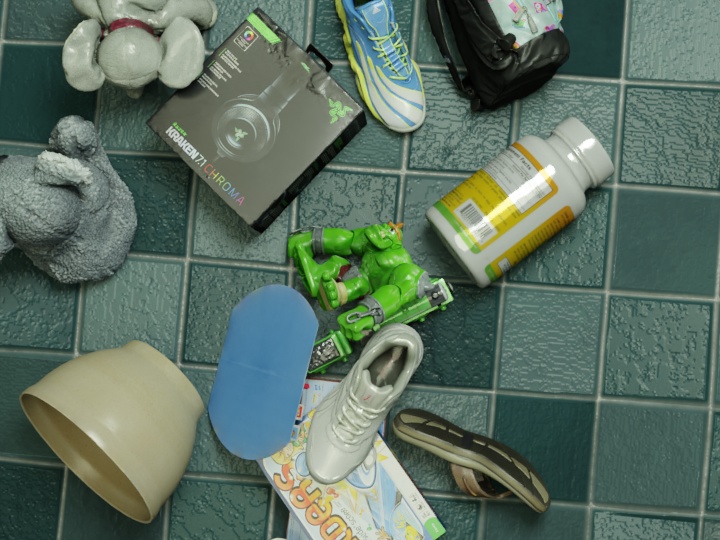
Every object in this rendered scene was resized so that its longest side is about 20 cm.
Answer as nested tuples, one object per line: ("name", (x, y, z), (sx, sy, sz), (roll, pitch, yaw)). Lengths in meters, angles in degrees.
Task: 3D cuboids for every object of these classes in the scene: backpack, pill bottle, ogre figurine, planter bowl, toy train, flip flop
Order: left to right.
("planter bowl", (-0.261, 0.165, 1.332), (0.200, 0.200, 0.135), (43, 63, 4))
("ogre figurine", (0.000, 0.000, 1.338), (0.120, 0.200, 0.098), (-18, 106, -16))
("toy train", (0.018, 0.064, 1.374), (0.200, 0.056, 0.042), (-28, 86, 2))
("flip flop", (0.123, 0.223, 1.355), (0.200, 0.081, 0.058), (24, 106, 6))
("backpack", (0.155, -0.301, 1.346), (0.126, 0.167, 0.201), (-19, 83, -17))
("pill bottle", (0.183, -0.081, 1.344), (0.200, 0.111, 0.111), (-37, 86, 1))

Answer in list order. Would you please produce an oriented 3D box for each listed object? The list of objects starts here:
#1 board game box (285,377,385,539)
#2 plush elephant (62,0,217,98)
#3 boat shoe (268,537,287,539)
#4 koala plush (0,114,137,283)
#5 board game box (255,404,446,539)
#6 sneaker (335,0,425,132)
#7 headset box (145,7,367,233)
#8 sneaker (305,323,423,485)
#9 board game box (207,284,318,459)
("board game box", (-0.027, 0.230, 1.387), (0.103, 0.019, 0.201), (6, 88, 5))
("plush elephant", (-0.252, -0.264, 1.337), (0.164, 0.200, 0.155), (7, 83, -4))
("boat shoe", (-0.128, 0.395, 1.362), (0.073, 0.062, 0.201), (20, 90, -11))
("koala plush", (-0.349, -0.073, 1.330), (0.177, 0.200, 0.184), (-39, 86, 0))
("board game box", (-0.013, 0.252, 1.358), (0.135, 0.034, 0.200), (-36, 85, 1))
("sneaker", (0.018, -0.256, 1.365), (0.076, 0.105, 0.200), (-24, 86, 2))
("headset box", (-0.111, -0.176, 1.375), (0.200, 0.093, 0.174), (-45, 86, 0))
("sneaker", (-0.001, 0.143, 1.295), (0.078, 0.099, 0.200), (29, 86, 2))
("board game box", (-0.101, 0.118, 1.364), (0.158, 0.039, 0.201), (9, 84, 47))
